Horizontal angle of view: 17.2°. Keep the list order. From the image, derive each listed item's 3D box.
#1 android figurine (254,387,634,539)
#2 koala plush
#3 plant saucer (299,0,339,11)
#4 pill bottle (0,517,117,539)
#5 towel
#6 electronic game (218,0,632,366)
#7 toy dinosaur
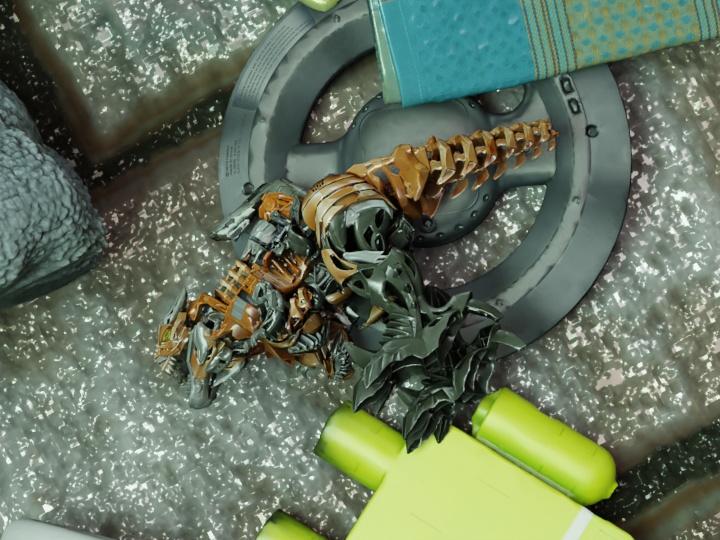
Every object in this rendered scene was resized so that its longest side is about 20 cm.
[{"bbox_3d":[0.052,0.150,1.109,0.199,0.041,0.183,30,83,8],"label":"android figurine"},{"bbox_3d":[-0.217,-0.069,1.054,0.177,0.184,0.201,-24,89,-17],"label":"koala plush"},{"bbox_3d":[-0.050,-0.257,1.111,0.199,0.048,0.200,30,113,-1],"label":"plant saucer"},{"bbox_3d":[-0.132,0.220,1.071,0.112,0.112,0.201,14,83,4],"label":"pill bottle"},{"bbox_3d":[0.092,-0.164,1.090,0.199,0.022,0.147,-13,103,-9],"label":"towel"},{"bbox_3d":[0.030,-0.051,1.136,0.199,0.042,0.201,-1,86,9],"label":"electronic game"},{"bbox_3d":[0.000,0.000,1.074,0.200,0.102,0.136,-47,62,25],"label":"toy dinosaur"}]
